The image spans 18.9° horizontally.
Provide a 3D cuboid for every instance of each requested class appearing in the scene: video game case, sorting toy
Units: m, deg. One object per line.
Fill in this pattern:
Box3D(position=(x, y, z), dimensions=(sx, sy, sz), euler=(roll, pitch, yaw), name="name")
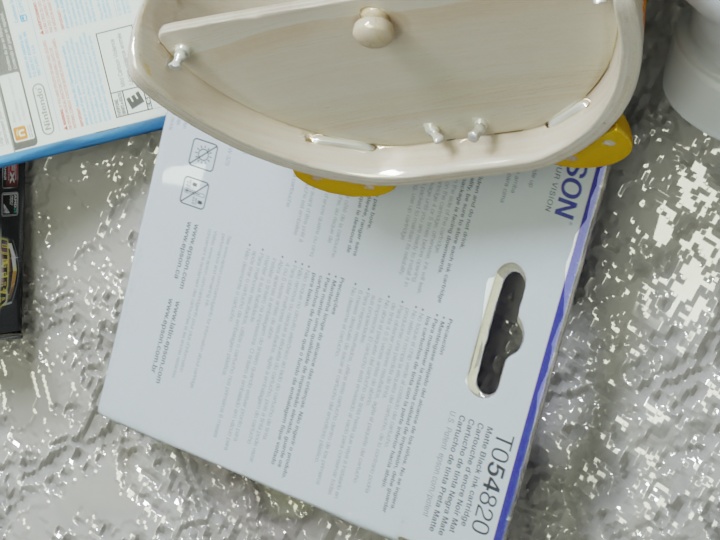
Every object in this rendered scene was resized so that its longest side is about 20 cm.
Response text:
Box3D(position=(-0.187, -0.111, 0.934), dimensions=(0.199, 0.018, 0.144), euler=(-13, 95, 3), name="video game case")
Box3D(position=(0.037, -0.132, 0.813), dimensions=(0.199, 0.107, 0.181), euler=(-5, 57, 29), name="sorting toy")

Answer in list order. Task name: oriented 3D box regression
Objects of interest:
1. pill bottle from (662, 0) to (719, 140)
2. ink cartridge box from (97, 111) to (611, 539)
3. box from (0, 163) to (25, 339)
Box3D(position=(0.163, -0.143, 0.734), dimensions=(0.112, 0.112, 0.201), euler=(25, 126, 23), name="pill bottle")
Box3D(position=(0.000, 0.000, 0.893), dimensions=(0.199, 0.041, 0.201), euler=(21, 104, 24), name="ink cartridge box")
Box3D(position=(-0.246, -0.072, 1.010), dimensions=(0.197, 0.050, 0.201), euler=(4, 96, 27), name="box")
